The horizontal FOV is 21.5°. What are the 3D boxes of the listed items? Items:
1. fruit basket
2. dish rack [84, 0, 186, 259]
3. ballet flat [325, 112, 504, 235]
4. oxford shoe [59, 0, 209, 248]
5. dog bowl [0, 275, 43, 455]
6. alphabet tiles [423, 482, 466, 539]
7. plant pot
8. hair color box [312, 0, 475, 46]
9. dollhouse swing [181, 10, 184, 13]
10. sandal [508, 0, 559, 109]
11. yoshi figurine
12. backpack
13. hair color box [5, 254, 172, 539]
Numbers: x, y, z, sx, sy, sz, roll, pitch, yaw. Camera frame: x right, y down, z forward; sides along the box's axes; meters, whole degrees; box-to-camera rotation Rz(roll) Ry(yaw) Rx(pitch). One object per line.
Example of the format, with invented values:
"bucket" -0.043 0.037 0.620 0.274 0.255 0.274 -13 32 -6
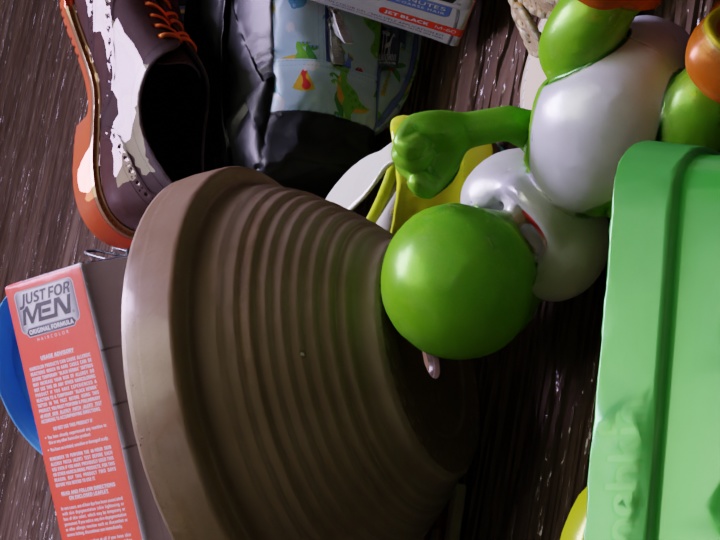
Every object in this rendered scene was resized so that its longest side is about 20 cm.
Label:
"fruit basket" 0.103 0.082 0.517 0.215 0.155 0.218 -26 54 41
"dish rack" -0.108 -0.071 1.116 0.054 0.153 0.202 12 104 28
"ballet flat" 0.000 0.000 0.920 0.067 0.066 0.201 -96 28 -46
"oxford shoe" -0.106 -0.116 0.977 0.072 0.071 0.202 -20 71 44
"dog bowl" -0.109 0.042 1.019 0.198 0.049 0.113 -13 99 33
"alphabet tiles" -0.002 0.158 0.906 0.200 0.007 0.169 155 126 -65
"plant pot" -0.010 0.048 0.800 0.092 0.201 0.203 -15 54 21
"hair color box" 0.015 -0.179 0.855 0.200 0.110 0.065 108 179 -72
"dollhouse swing" -0.076 -0.254 1.169 0.200 0.180 0.177 -55 41 43
"sandal" 0.091 -0.146 0.778 0.212 0.069 0.078 126 150 -45
"yoshi figurine" 0.070 -0.031 0.712 0.201 0.111 0.113 121 147 -44
"backpack" -0.033 -0.141 1.024 0.163 0.152 0.202 154 107 -70
"hair color box" -0.095 0.093 0.916 0.061 0.101 0.202 -14 88 40
